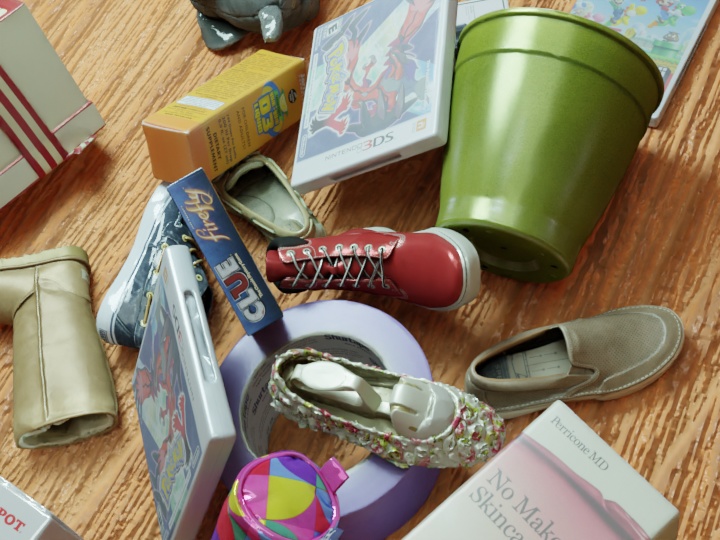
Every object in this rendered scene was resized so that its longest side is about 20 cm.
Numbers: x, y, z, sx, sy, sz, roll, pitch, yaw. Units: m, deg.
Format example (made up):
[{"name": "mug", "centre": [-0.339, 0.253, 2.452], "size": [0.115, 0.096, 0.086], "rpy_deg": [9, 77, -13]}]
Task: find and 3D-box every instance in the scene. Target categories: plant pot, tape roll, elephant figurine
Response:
[{"name": "plant pot", "centre": [0.155, -0.100, 0.924], "size": [0.199, 0.201, 0.195], "rpy_deg": [14, 74, 21]}, {"name": "tape roll", "centre": [-0.029, 0.132, 0.868], "size": [0.198, 0.085, 0.202], "rpy_deg": [-6, 56, 9]}, {"name": "elephant figurine", "centre": [-0.155, -0.331, 1.183], "size": [0.198, 0.155, 0.143], "rpy_deg": [0, 100, 25]}]

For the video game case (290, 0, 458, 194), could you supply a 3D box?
[{"name": "video game case", "centre": [0.014, -0.187, 0.990], "size": [0.181, 0.023, 0.202], "rpy_deg": [-15, 56, 37]}]

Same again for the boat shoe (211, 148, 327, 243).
[{"name": "boat shoe", "centre": [-0.104, -0.081, 1.033], "size": [0.073, 0.063, 0.201], "rpy_deg": [-34, 57, -10]}]

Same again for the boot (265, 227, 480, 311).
[{"name": "boot", "centre": [0.000, 0.000, 0.877], "size": [0.143, 0.073, 0.199], "rpy_deg": [-5, 8, -31]}]

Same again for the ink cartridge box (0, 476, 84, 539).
[{"name": "ink cartridge box", "centre": [-0.353, 0.272, 0.854], "size": [0.144, 0.085, 0.201], "rpy_deg": [24, 67, 25]}]

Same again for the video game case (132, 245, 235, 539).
[{"name": "video game case", "centre": [-0.154, 0.113, 0.842], "size": [0.023, 0.201, 0.183], "rpy_deg": [-3, 52, -24]}]

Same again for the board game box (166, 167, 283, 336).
[{"name": "board game box", "centre": [-0.119, -0.015, 0.889], "size": [0.034, 0.200, 0.136], "rpy_deg": [-29, 94, -6]}]

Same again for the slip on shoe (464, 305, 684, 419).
[{"name": "slip on shoe", "centre": [0.185, 0.072, 0.870], "size": [0.198, 0.061, 0.077], "rpy_deg": [-15, 56, 4]}]

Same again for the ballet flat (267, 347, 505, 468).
[{"name": "ballet flat", "centre": [0.014, 0.106, 0.787], "size": [0.198, 0.064, 0.076], "rpy_deg": [9, 60, 18]}]

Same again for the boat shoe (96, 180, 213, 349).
[{"name": "boat shoe", "centre": [-0.180, -0.006, 1.008], "size": [0.090, 0.071, 0.202], "rpy_deg": [14, 65, 12]}]

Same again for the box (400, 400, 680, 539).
[{"name": "box", "centre": [0.125, 0.221, 0.760], "size": [0.200, 0.109, 0.128], "rpy_deg": [-39, 58, -12]}]

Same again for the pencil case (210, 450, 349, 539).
[{"name": "pencil case", "centre": [-0.075, 0.222, 0.760], "size": [0.088, 0.201, 0.089], "rpy_deg": [16, 40, -14]}]

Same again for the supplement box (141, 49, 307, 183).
[{"name": "supplement box", "centre": [-0.133, -0.161, 1.044], "size": [0.068, 0.067, 0.200], "rpy_deg": [13, 38, 29]}]

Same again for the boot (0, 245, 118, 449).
[{"name": "boot", "centre": [-0.334, 0.081, 0.984], "size": [0.174, 0.066, 0.201], "rpy_deg": [-18, 57, 2]}]

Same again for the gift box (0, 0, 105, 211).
[{"name": "gift box", "centre": [-0.403, -0.170, 1.083], "size": [0.184, 0.188, 0.199], "rpy_deg": [-41, 43, -16]}]

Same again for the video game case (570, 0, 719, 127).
[{"name": "video game case", "centre": [0.286, -0.249, 1.077], "size": [0.142, 0.018, 0.201], "rpy_deg": [21, 65, 24]}]

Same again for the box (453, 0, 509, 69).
[{"name": "box", "centre": [0.069, -0.221, 1.084], "size": [0.198, 0.060, 0.118], "rpy_deg": [-9, 56, 8]}]
